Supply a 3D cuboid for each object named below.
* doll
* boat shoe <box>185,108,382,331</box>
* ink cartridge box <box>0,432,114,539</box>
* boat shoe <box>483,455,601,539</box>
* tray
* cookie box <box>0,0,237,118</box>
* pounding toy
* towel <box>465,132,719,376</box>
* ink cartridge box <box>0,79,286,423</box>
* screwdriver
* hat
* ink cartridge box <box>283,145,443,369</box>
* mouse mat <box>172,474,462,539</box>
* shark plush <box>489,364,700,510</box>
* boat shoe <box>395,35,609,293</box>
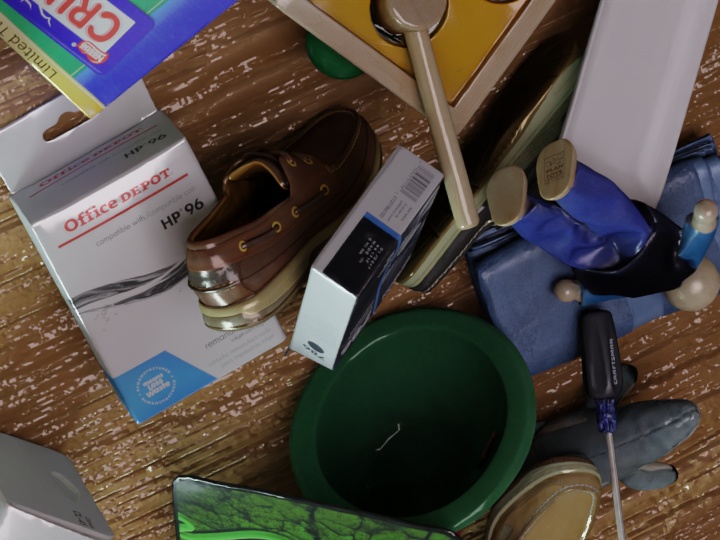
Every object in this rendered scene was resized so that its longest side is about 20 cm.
[{"bbox_3d":[0.176,-0.019,1.688,0.136,0.049,0.200,-27,141,30],"label":"doll"},{"bbox_3d":[-0.048,-0.047,1.612,0.200,0.072,0.068,-54,130,-42],"label":"boat shoe"},{"bbox_3d":[-0.250,0.218,1.642,0.085,0.148,0.201,22,100,-27],"label":"ink cartridge box"},{"bbox_3d":[0.117,0.211,1.768,0.071,0.077,0.201,8,135,-18],"label":"boat shoe"},{"bbox_3d":[0.184,-0.149,1.702,0.107,0.022,0.201,21,83,-42],"label":"tray"},{"bbox_3d":[-0.148,-0.217,1.525,0.200,0.075,0.171,-36,120,21],"label":"cookie box"},{"bbox_3d":[0.038,-0.170,1.607,0.184,0.142,0.201,34,95,-26],"label":"pounding toy"},{"bbox_3d":[0.172,-0.007,1.769,0.199,0.049,0.112,-24,116,-11],"label":"towel"},{"bbox_3d":[-0.144,-0.019,1.638,0.116,0.068,0.201,-30,116,-8],"label":"ink cartridge box"},{"bbox_3d":[0.169,0.126,1.731,0.028,0.029,0.202,-7,82,19],"label":"screwdriver"},{"bbox_3d":[0.047,0.151,1.771,0.200,0.165,0.176,-53,152,-15],"label":"hat"},{"bbox_3d":[0.000,0.000,1.621,0.039,0.200,0.100,34,73,4],"label":"ink cartridge box"},{"bbox_3d":[-0.028,0.204,1.707,0.198,0.008,0.162,12,138,11],"label":"mouse mat"},{"bbox_3d":[0.138,0.126,1.787,0.198,0.083,0.092,-11,94,0],"label":"shark plush"},{"bbox_3d":[0.099,-0.061,1.709,0.065,0.073,0.200,36,94,-22],"label":"boat shoe"}]
